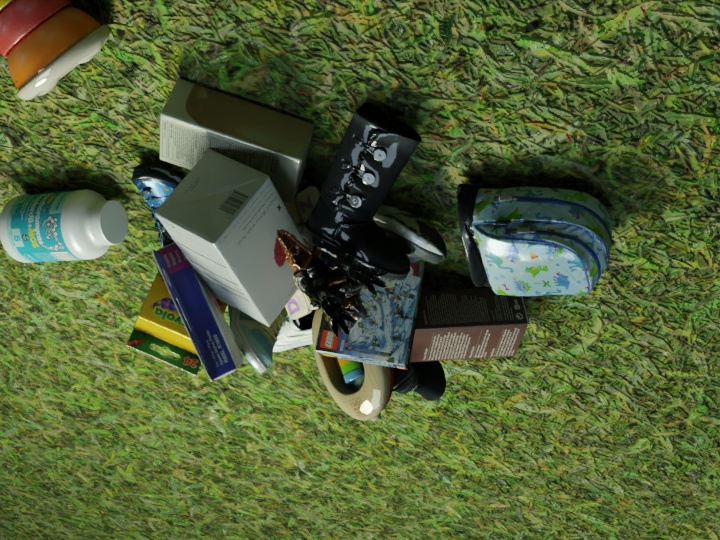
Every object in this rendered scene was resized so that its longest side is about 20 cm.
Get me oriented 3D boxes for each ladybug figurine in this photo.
[{"bbox_3d":[-0.005,0.133,1.570,0.135,0.202,0.071,-24,171,42],"label":"ladybug figurine"}]

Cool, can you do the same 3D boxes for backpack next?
[{"bbox_3d":[0.237,-0.038,1.365,0.197,0.155,0.164,-8,133,12],"label":"backpack"}]

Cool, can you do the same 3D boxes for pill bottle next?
[{"bbox_3d":[-0.472,-0.072,1.635,0.198,0.112,0.111,-3,140,26],"label":"pill bottle"}]

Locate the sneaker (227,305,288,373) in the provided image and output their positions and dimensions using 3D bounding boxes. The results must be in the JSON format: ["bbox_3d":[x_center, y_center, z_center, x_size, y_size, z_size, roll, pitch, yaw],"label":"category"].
[{"bbox_3d":[-0.141,0.072,1.628,0.130,0.201,0.080,-32,122,4],"label":"sneaker"}]

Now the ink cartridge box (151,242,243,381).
[{"bbox_3d":[-0.228,0.055,1.460,0.043,0.198,0.200,-24,-179,-4],"label":"ink cartridge box"}]

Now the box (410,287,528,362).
[{"bbox_3d":[0.146,0.083,1.556,0.197,0.076,0.101,-3,146,-9],"label":"box"}]

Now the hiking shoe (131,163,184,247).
[{"bbox_3d":[-0.283,-0.079,1.563,0.074,0.087,0.200,-9,137,33],"label":"hiking shoe"}]

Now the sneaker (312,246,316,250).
[{"bbox_3d":[0.000,0.000,1.562,0.197,0.071,0.076,15,144,3],"label":"sneaker"}]

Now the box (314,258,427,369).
[{"bbox_3d":[0.020,0.034,1.488,0.135,0.203,0.040,9,166,12],"label":"box"}]

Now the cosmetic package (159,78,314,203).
[{"bbox_3d":[-0.171,-0.176,1.396,0.198,0.072,0.106,19,146,-2],"label":"cosmetic package"}]

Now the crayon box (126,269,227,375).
[{"bbox_3d":[-0.281,0.054,1.643,0.126,0.202,0.051,23,145,-10],"label":"crayon box"}]

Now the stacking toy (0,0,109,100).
[{"bbox_3d":[-0.426,-0.330,1.279,0.145,0.147,0.201,-21,114,42],"label":"stacking toy"}]

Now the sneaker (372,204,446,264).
[{"bbox_3d":[0.027,-0.049,1.462,0.198,0.075,0.085,25,113,5],"label":"sneaker"}]

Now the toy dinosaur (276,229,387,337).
[{"bbox_3d":[-0.050,0.016,1.358,0.199,0.103,0.135,18,-172,-41],"label":"toy dinosaur"}]

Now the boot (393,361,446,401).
[{"bbox_3d":[0.056,0.124,1.683,0.076,0.201,0.168,-37,159,12],"label":"boot"}]

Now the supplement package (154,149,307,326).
[{"bbox_3d":[-0.163,-0.041,1.386,0.119,0.122,0.201,25,157,32],"label":"supplement package"}]

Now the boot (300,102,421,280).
[{"bbox_3d":[0.030,-0.101,1.358,0.163,0.066,0.202,22,114,-10],"label":"boot"}]

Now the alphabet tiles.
[{"bbox_3d":[-0.106,-0.034,1.494,0.195,0.015,0.202,-26,84,46],"label":"alphabet tiles"}]

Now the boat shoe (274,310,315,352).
[{"bbox_3d":[-0.103,0.092,1.731,0.197,0.072,0.066,-1,137,24],"label":"boat shoe"}]
